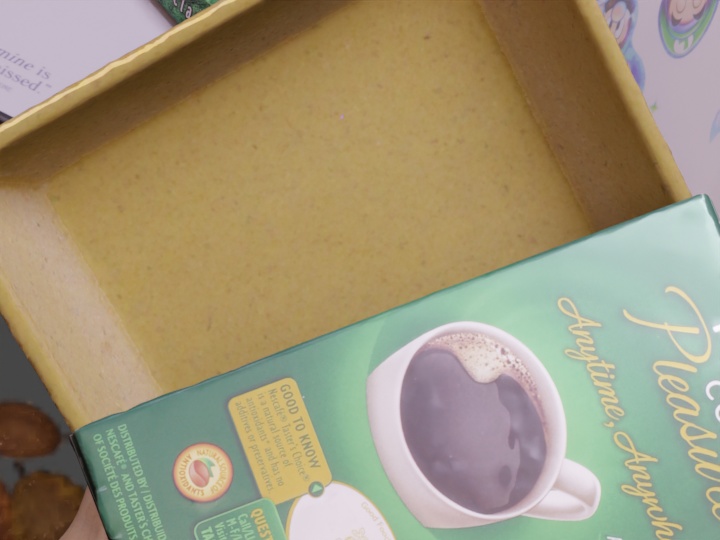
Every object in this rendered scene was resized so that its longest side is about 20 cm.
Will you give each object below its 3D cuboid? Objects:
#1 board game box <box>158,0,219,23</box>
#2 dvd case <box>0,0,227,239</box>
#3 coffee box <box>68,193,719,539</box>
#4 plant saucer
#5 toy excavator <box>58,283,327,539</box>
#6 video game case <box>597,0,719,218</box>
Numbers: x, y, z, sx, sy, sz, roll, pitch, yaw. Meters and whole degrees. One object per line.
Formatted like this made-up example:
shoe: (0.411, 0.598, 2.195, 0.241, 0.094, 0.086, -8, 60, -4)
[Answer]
board game box: (-0.028, -0.111, 0.897, 0.105, 0.024, 0.200, -22, 57, -34)
dvd case: (-0.070, -0.094, 0.892, 0.142, 0.018, 0.200, 26, 41, 7)
coffee box: (0.031, 0.069, 0.744, 0.199, 0.044, 0.123, -22, 76, -6)
plant saucer: (0.000, 0.000, 0.794, 0.199, 0.048, 0.200, -29, 108, -2)
toy excavator: (-0.064, 0.059, 0.885, 0.100, 0.194, 0.201, 32, 110, 32)
video game case: (0.104, -0.099, 0.877, 0.024, 0.200, 0.183, 19, 89, -32)
